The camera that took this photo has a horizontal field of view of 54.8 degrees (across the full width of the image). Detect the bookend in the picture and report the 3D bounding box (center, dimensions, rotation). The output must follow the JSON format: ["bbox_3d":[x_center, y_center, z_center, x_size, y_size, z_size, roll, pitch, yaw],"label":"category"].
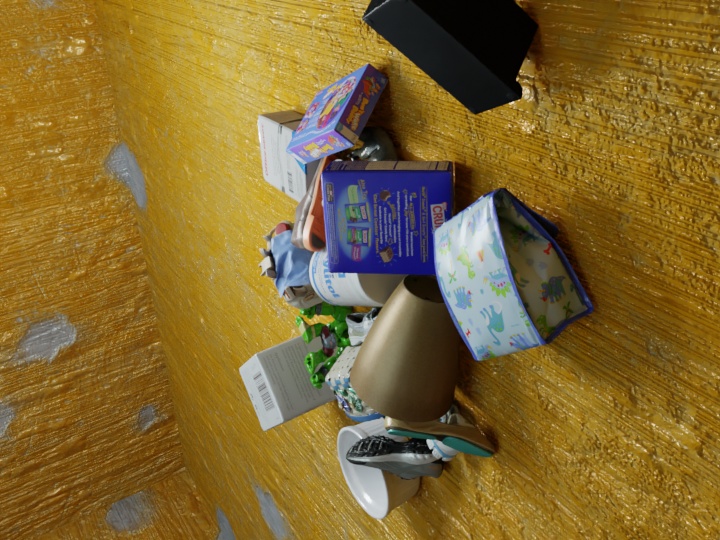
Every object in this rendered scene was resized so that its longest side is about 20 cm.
[{"bbox_3d":[0.135,-0.339,0.851,0.092,0.198,0.202,-2,60,60],"label":"bookend"}]

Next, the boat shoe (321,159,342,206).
[{"bbox_3d":[-0.026,-0.134,1.224,0.074,0.086,0.203,-34,39,22],"label":"boat shoe"}]

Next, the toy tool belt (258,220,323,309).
[{"bbox_3d":[-0.143,-0.023,1.390,0.123,0.124,0.202,27,-142,-65],"label":"toy tool belt"}]

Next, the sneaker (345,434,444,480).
[{"bbox_3d":[0.066,0.368,1.341,0.198,0.074,0.080,-2,110,18],"label":"sneaker"}]

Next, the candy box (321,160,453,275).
[{"bbox_3d":[0.047,-0.083,1.083,0.077,0.197,0.171,-65,-25,-63],"label":"candy box"}]

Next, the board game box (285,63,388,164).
[{"bbox_3d":[-0.046,-0.267,1.207,0.045,0.136,0.199,33,164,-24],"label":"board game box"}]

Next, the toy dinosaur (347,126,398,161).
[{"bbox_3d":[0.032,-0.191,1.189,0.102,0.076,0.202,-40,53,40],"label":"toy dinosaur"}]

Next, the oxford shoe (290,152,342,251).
[{"bbox_3d":[-0.088,-0.138,1.317,0.072,0.071,0.202,8,76,40],"label":"oxford shoe"}]

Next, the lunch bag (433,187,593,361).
[{"bbox_3d":[0.190,0.004,0.945,0.201,0.127,0.170,60,151,2],"label":"lunch bag"}]

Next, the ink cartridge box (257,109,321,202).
[{"bbox_3d":[-0.126,-0.233,1.417,0.200,0.084,0.148,36,135,49],"label":"ink cartridge box"}]

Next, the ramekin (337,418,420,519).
[{"bbox_3d":[0.040,0.414,1.483,0.200,0.097,0.203,37,136,47],"label":"ramekin"}]

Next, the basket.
[{"bbox_3d":[0.037,0.242,1.365,0.199,0.140,0.176,39,155,-12],"label":"basket"}]

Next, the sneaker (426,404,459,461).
[{"bbox_3d":[0.133,0.241,1.253,0.201,0.075,0.087,55,141,8],"label":"sneaker"}]

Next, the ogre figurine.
[{"bbox_3d":[-0.066,0.147,1.495,0.098,0.119,0.203,-7,99,66],"label":"ogre figurine"}]

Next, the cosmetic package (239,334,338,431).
[{"bbox_3d":[-0.149,0.251,1.619,0.166,0.198,0.165,66,151,9],"label":"cosmetic package"}]

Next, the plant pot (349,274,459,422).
[{"bbox_3d":[0.093,0.115,1.157,0.186,0.185,0.202,43,129,42],"label":"plant pot"}]

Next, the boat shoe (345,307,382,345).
[{"bbox_3d":[0.020,0.101,1.366,0.065,0.074,0.202,65,158,4],"label":"boat shoe"}]

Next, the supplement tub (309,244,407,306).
[{"bbox_3d":[0.000,0.000,1.279,0.199,0.131,0.134,-6,101,62],"label":"supplement tub"}]

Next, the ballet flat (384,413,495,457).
[{"bbox_3d":[0.139,0.263,1.175,0.069,0.198,0.064,122,162,-65],"label":"ballet flat"}]
